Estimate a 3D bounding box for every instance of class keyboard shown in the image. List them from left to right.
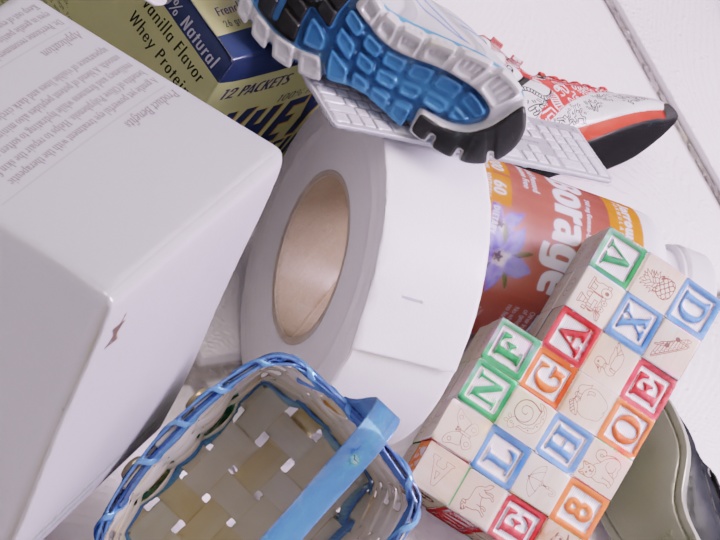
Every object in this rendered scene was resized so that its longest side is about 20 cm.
[{"bbox_3d":[0.058,-0.083,1.519,0.199,0.011,0.056,9,28,-32],"label":"keyboard"}]

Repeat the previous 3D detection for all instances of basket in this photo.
[{"bbox_3d":[-0.056,0.135,1.368,0.139,0.200,0.176,44,83,-10],"label":"basket"}]

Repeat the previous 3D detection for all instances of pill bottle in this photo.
[{"bbox_3d":[0.126,0.000,1.699,0.199,0.112,0.113,18,47,-20],"label":"pill bottle"}]

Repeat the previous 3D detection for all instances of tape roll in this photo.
[{"bbox_3d":[0.000,0.000,1.553,0.070,0.203,0.203,15,49,-24],"label":"tape roll"}]

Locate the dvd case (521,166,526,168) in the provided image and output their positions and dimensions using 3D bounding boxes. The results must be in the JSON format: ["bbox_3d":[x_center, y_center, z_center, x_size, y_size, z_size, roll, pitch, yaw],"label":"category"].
[{"bbox_3d":[0.013,-0.129,1.703,0.199,0.022,0.146,30,5,17],"label":"dvd case"}]

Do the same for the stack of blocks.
[{"bbox_3d":[0.119,0.075,1.599,0.115,0.059,0.201,33,79,-6],"label":"stack of blocks"}]

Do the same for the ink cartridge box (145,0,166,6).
[{"bbox_3d":[-0.117,-0.255,1.491,0.115,0.068,0.201,29,46,-8],"label":"ink cartridge box"}]

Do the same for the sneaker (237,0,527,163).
[{"bbox_3d":[0.009,-0.136,1.494,0.200,0.075,0.087,37,20,-4],"label":"sneaker"}]

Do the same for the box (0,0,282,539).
[{"bbox_3d":[-0.177,0.007,1.312,0.171,0.201,0.199,31,31,9],"label":"box"}]

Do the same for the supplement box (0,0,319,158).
[{"bbox_3d":[-0.121,-0.155,1.600,0.134,0.200,0.201,-20,67,-41],"label":"supplement box"}]

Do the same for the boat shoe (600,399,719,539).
[{"bbox_3d":[0.200,0.160,1.655,0.066,0.074,0.200,36,26,-46],"label":"boat shoe"}]

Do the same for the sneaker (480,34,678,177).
[{"bbox_3d":[0.129,-0.121,1.832,0.201,0.067,0.108,-17,68,-38],"label":"sneaker"}]
